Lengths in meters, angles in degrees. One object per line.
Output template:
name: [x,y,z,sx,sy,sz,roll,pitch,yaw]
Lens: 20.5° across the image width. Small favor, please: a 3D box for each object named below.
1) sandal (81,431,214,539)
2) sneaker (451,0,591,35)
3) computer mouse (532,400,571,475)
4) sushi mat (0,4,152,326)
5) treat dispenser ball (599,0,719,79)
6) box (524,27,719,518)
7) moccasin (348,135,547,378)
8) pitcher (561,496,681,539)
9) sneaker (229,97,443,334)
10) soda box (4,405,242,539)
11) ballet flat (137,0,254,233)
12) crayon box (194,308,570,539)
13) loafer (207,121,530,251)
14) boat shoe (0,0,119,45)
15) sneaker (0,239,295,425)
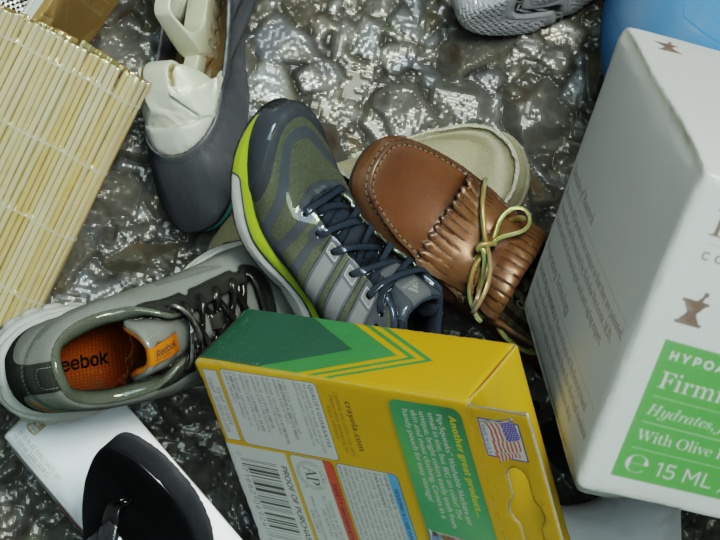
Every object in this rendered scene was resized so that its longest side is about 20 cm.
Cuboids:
sandal: [-0.122,0.176,1.028,0.076,0.201,0.043,24,33,23]
sneaker: [0.125,-0.228,1.202,0.199,0.075,0.115,-30,72,-5]
computer mouse: [0.124,0.090,1.056,0.199,0.140,0.046,9,111,34]
sushi mat: [-0.200,-0.039,1.109,0.095,0.012,0.201,25,95,-13]
treat dispenser ball: [0.236,-0.132,1.123,0.200,0.201,0.202,1,77,-6]
box: [0.207,0.010,0.969,0.198,0.200,0.172,14,113,-10]
moccasin: [0.074,-0.001,1.101,0.201,0.078,0.074,47,74,-23]
pitcher: [0.093,0.203,1.079,0.199,0.121,0.172,-16,81,-21]
sneaker: [0.000,0.000,1.040,0.074,0.081,0.201,-39,111,-41]
soda box: [-0.107,0.149,1.090,0.064,0.068,0.200,-41,84,-12]
ballet flat: [-0.099,-0.124,1.150,0.073,0.073,0.201,9,75,-4]
crayon box: [0.024,0.093,0.992,0.052,0.199,0.126,-45,130,-40]
loafer: [0.009,-0.032,1.144,0.199,0.068,0.076,-23,81,-11]
boat shoe: [-0.205,-0.130,1.150,0.069,0.071,0.200,31,83,28]
sneaker: [-0.093,0.034,1.048,0.199,0.079,0.074,-19,98,-27]
